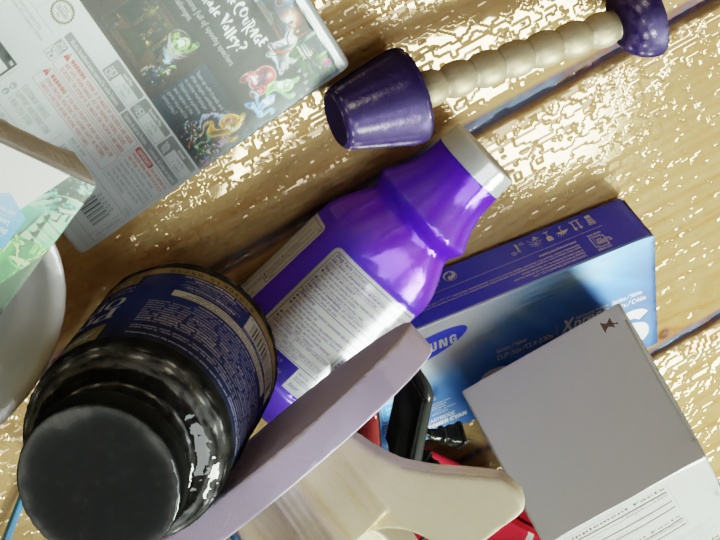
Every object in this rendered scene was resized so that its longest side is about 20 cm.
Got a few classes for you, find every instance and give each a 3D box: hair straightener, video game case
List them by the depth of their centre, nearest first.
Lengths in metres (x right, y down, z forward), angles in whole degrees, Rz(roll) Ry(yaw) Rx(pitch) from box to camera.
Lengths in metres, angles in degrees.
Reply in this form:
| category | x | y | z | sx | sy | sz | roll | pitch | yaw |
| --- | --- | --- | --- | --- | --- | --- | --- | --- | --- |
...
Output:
| category | x | y | z | sx | sy | sz | roll | pitch | yaw |
| --- | --- | --- | --- | --- | --- | --- | --- | --- | --- |
| video game case | -0.121 | -0.123 | 1.397 | 0.182 | 0.023 | 0.200 | -35 | 135 | -1 |
| hair straightener | 0.035 | 0.124 | 1.600 | 0.077 | 0.041 | 0.200 | -20 | 137 | -15 |

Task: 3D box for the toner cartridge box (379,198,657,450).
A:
| category | x | y | z | sx | sy | sz | roll | pitch | yaw |
| --- | --- | --- | --- | --- | --- | --- | --- | --- | --- |
| toner cartridge box | 0.085 | 0.036 | 1.636 | 0.200 | 0.043 | 0.095 | -22 | 133 | -14 |

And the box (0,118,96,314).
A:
| category | x | y | z | sx | sy | sz | roll | pitch | yaw |
| --- | --- | --- | --- | --- | --- | --- | --- | --- | --- |
| box | -0.240 | 0.003 | 1.279 | 0.144 | 0.036 | 0.200 | 25 | 110 | -42 |

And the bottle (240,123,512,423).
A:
| category | x | y | z | sx | sy | sz | roll | pitch | yaw |
| --- | --- | --- | --- | --- | --- | --- | --- | --- | --- |
| bottle | 0.000 | 0.000 | 1.537 | 0.200 | 0.065 | 0.084 | -44 | 121 | 7 |

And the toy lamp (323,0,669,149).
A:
| category | x | y | z | sx | sy | sz | roll | pitch | yaw |
| --- | --- | --- | --- | --- | --- | --- | --- | --- | --- |
| toy lamp | 0.075 | -0.116 | 1.498 | 0.200 | 0.058 | 0.058 | -22 | 134 | -17 |

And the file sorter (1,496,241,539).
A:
| category | x | y | z | sx | sy | sz | roll | pitch | yaw |
| --- | --- | --- | --- | --- | --- | --- | --- | --- | --- |
| file sorter | -0.105 | 0.191 | 1.584 | 0.200 | 0.139 | 0.123 | 6 | 118 | -34 |

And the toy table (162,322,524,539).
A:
| category | x | y | z | sx | sy | sz | roll | pitch | yaw |
| --- | --- | --- | --- | --- | --- | --- | --- | --- | --- |
| toy table | -0.014 | 0.136 | 1.454 | 0.200 | 0.184 | 0.117 | -37 | 96 | 22 |

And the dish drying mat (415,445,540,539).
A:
| category | x | y | z | sx | sy | sz | roll | pitch | yaw |
| --- | --- | --- | --- | --- | --- | --- | --- | --- | --- |
| dish drying mat | 0.063 | 0.161 | 1.718 | 0.077 | 0.018 | 0.200 | -28 | 147 | 22 |

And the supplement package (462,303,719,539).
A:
| category | x | y | z | sx | sy | sz | roll | pitch | yaw |
| --- | --- | --- | --- | --- | --- | --- | --- | --- | --- |
| supplement package | 0.151 | 0.116 | 1.637 | 0.109 | 0.114 | 0.200 | -29 | 158 | 4 |

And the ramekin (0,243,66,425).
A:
| category | x | y | z | sx | sy | sz | roll | pitch | yaw |
| --- | --- | --- | --- | --- | --- | --- | --- | --- | --- |
| ramekin | -0.261 | 0.007 | 1.364 | 0.200 | 0.098 | 0.201 | -17 | 133 | -20 |

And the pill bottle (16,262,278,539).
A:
| category | x | y | z | sx | sy | sz | roll | pitch | yaw |
| --- | --- | --- | --- | --- | --- | --- | --- | --- | --- |
| pill bottle | -0.114 | 0.076 | 1.417 | 0.112 | 0.200 | 0.112 | 3 | 108 | 9 |
